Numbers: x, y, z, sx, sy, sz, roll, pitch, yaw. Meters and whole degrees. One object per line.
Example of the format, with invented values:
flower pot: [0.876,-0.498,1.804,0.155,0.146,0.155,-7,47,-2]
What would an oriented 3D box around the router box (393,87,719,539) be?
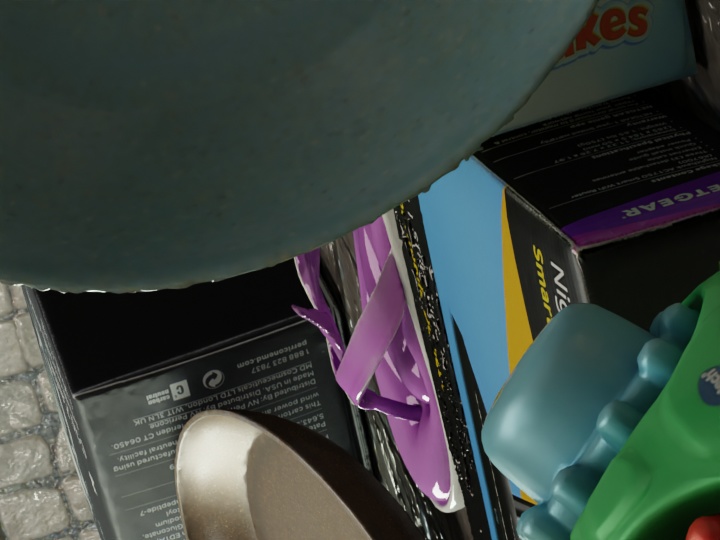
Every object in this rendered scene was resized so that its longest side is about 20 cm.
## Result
router box: [0.062,0.058,0.609,0.149,0.051,0.201,-133,27,-68]

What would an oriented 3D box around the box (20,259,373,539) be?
box: [-0.075,0.059,1.279,0.200,0.123,0.197,-119,12,-54]

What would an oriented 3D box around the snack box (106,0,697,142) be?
snack box: [-0.014,-0.072,0.630,0.200,0.116,0.037,-125,19,-63]

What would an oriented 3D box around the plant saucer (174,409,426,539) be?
plant saucer: [-0.006,0.139,1.119,0.200,0.032,0.201,44,151,33]

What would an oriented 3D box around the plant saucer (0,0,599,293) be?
plant saucer: [-0.041,-0.093,0.517,0.039,0.200,0.202,52,-162,-79]

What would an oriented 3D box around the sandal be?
sandal: [-0.002,-0.004,0.914,0.083,0.050,0.204,-119,14,-53]

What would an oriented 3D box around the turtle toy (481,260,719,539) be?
turtle toy: [0.075,0.070,0.386,0.200,0.101,0.146,-121,16,-58]
